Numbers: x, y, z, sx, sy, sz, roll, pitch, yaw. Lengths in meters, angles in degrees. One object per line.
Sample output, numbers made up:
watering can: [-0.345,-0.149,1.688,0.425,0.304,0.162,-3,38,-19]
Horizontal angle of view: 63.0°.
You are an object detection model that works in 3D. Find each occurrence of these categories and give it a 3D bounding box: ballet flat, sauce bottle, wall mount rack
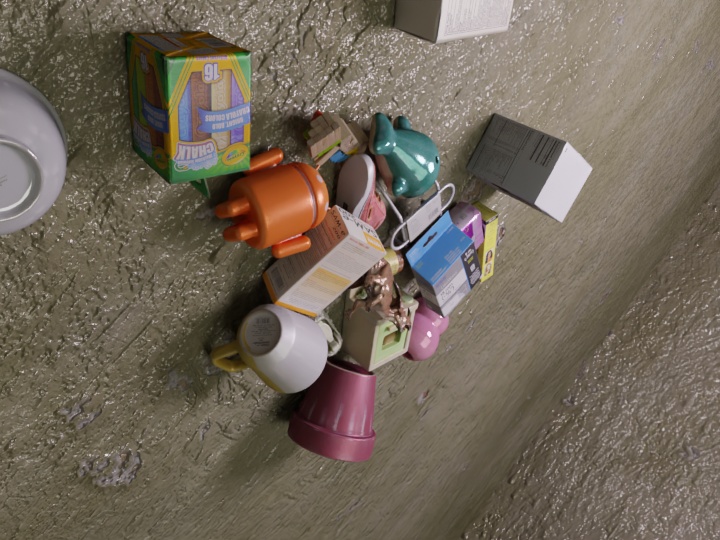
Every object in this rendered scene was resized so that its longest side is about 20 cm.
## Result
ballet flat: [-0.077,0.140,1.250,0.072,0.071,0.201,-44,143,-13]
sauce bottle: [0.000,0.000,1.226,0.197,0.066,0.067,-18,130,-35]
wall mount rack: [0.108,-0.147,1.236,0.199,0.074,0.175,-42,145,-18]

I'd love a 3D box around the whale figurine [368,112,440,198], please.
whale figurine: [0.084,-0.216,1.090,0.200,0.102,0.163,35,59,-58]

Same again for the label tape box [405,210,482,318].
label tape box: [0.192,-0.008,1.313,0.144,0.063,0.201,-45,140,-14]

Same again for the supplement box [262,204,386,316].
supplement box: [-0.067,-0.012,1.085,0.199,0.074,0.125,-41,146,18]

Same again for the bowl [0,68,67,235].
bowl: [-0.417,-0.116,0.657,0.199,0.090,0.204,-29,136,-31]

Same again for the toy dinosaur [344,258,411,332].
toy dinosaur: [0.042,0.030,1.181,0.134,0.085,0.204,-20,117,-39]

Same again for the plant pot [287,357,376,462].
plant pot: [-0.047,0.303,1.318,0.198,0.197,0.183,16,91,-51]

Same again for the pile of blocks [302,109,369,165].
pile of blocks: [-0.052,-0.228,0.994,0.082,0.063,0.199,-38,171,18]

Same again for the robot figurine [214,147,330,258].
robot figurine: [-0.134,-0.109,0.955,0.198,0.145,0.117,-25,156,-33]

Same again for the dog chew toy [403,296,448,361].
dog chew toy: [0.163,0.125,1.466,0.201,0.123,0.125,-51,144,-19]

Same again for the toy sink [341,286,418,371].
toy sink: [0.045,0.101,1.315,0.129,0.111,0.204,-19,130,-38]

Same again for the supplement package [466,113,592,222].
supplement package: [0.394,-0.237,1.373,0.190,0.199,0.149,15,106,-51]

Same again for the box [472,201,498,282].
box: [0.306,-0.070,1.508,0.050,0.075,0.203,-30,138,-25]

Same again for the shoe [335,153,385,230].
shoe: [0.006,-0.141,1.115,0.090,0.071,0.202,-25,146,-37]

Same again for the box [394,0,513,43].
box: [0.167,-0.480,1.012,0.198,0.108,0.130,-23,133,-35]

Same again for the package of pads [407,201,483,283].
package of pads: [0.205,-0.058,1.402,0.200,0.075,0.121,-42,143,-17]

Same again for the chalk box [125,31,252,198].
chalk box: [-0.226,-0.197,0.779,0.122,0.124,0.204,-18,129,-38]

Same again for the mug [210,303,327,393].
mug: [-0.164,0.147,1.067,0.187,0.149,0.153,-45,155,-4]
